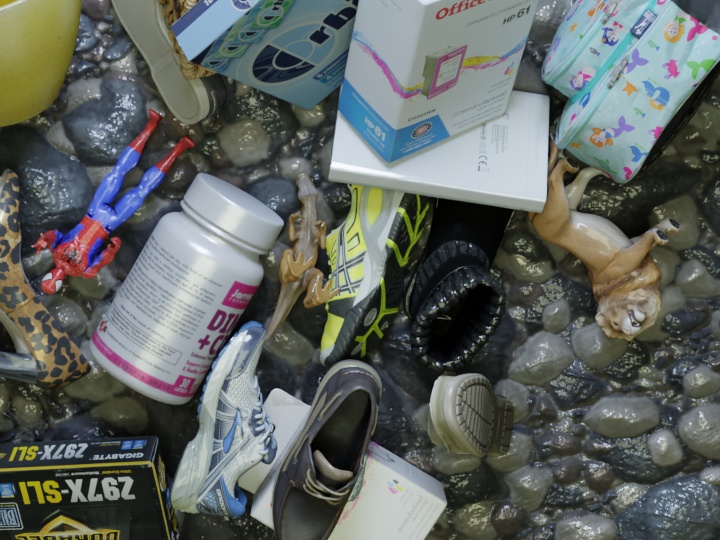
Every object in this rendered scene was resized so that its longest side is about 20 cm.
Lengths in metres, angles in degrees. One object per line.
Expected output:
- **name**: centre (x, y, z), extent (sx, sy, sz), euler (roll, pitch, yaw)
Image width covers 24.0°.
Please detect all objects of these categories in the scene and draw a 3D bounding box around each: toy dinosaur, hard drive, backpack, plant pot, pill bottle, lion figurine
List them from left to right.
- **plant pot**: centre (-0.337, -0.215, 1.532), extent (0.200, 0.200, 0.142), euler (-9, 128, 0)
- **pill bottle**: centre (-0.163, 0.016, 1.606), extent (0.113, 0.113, 0.200), euler (30, 99, -7)
- **toy dinosaur**: centre (-0.062, 0.009, 1.628), extent (0.060, 0.106, 0.200), euler (18, 95, -17)
- **hard drive**: centre (0.075, -0.125, 1.586), extent (0.200, 0.132, 0.027), euler (9, 144, -3)
- **lion figurine**: centre (0.223, -0.030, 1.631), extent (0.200, 0.072, 0.123), euler (44, 125, 1)
- **backpack**: centre (0.249, -0.186, 1.546), extent (0.150, 0.178, 0.200), euler (26, 110, -3)

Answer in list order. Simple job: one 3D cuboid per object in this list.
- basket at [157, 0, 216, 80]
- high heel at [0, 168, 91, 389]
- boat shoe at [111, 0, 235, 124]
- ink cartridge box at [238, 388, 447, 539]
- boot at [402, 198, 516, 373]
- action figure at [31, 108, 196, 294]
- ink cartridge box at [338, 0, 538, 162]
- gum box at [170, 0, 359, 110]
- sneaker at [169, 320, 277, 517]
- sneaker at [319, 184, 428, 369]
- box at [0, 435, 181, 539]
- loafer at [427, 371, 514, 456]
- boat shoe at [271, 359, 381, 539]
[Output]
- **basket**: centre (-0.077, -0.270, 1.509), extent (0.200, 0.143, 0.149), euler (-21, 99, -19)
- **high heel**: centre (-0.314, 0.011, 1.642), extent (0.142, 0.071, 0.200), euler (13, 88, -27)
- **boat shoe**: centre (-0.179, -0.238, 1.594), extent (0.063, 0.073, 0.200), euler (-29, 97, -39)
- **ink cartridge box**: centre (-0.029, 0.217, 1.673), extent (0.200, 0.068, 0.117), euler (31, 99, -7)
- **boot**: centre (0.102, -0.016, 1.583), extent (0.079, 0.158, 0.211), euler (17, 101, -5)
- **action figure**: centre (-0.238, -0.057, 1.587), extent (0.065, 0.099, 0.200), euler (37, 92, -6)
- **ink cartridge box**: centre (0.072, -0.210, 1.502), extent (0.144, 0.200, 0.085), euler (-25, 59, -27)
- **gum box**: centre (-0.044, -0.228, 1.498), extent (0.170, 0.200, 0.045), euler (-37, 66, 19)
- **sneaker**: centre (-0.115, 0.147, 1.635), extent (0.085, 0.077, 0.200), euler (18, 102, 2)
- **sneaker**: centre (0.000, 0.000, 1.640), extent (0.076, 0.075, 0.200), euler (27, 104, 25)
- **box**: centre (-0.281, 0.241, 1.646), extent (0.200, 0.049, 0.160), euler (-3, 120, 6)
- **loafer**: centre (0.095, 0.141, 1.608), extent (0.068, 0.200, 0.076), euler (2, 76, 18)
- **boat shoe**: centre (-0.035, 0.182, 1.594), extent (0.074, 0.073, 0.200), euler (16, 99, -5)
